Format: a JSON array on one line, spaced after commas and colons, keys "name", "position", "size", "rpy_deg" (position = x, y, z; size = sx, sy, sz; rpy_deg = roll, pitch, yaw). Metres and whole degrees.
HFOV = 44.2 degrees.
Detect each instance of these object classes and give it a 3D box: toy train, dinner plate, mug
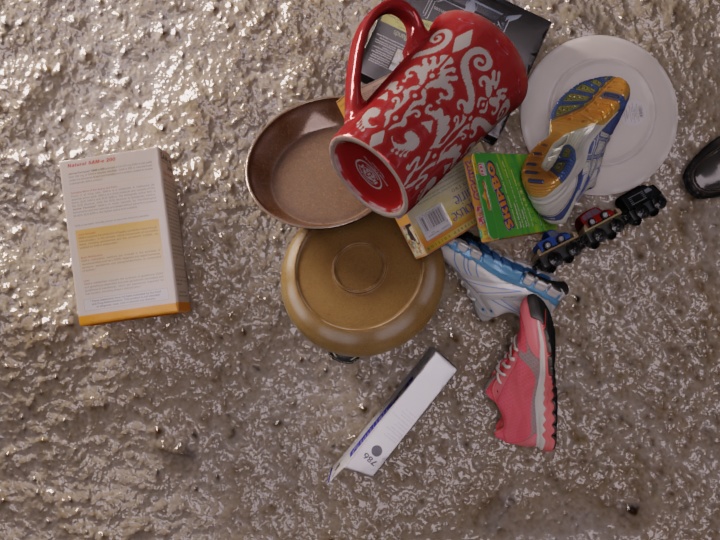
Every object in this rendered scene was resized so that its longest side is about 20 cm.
[{"name": "toy train", "position": [0.285, -0.054, 1.074], "size": [0.198, 0.034, 0.046], "rpy_deg": [-27, 76, -16]}, {"name": "dinner plate", "position": [0.299, -0.195, 1.104], "size": [0.197, 0.024, 0.203], "rpy_deg": [0, 88, 0]}, {"name": "mug", "position": [0.052, -0.173, 0.946], "size": [0.177, 0.134, 0.200], "rpy_deg": [36, 67, 16]}]

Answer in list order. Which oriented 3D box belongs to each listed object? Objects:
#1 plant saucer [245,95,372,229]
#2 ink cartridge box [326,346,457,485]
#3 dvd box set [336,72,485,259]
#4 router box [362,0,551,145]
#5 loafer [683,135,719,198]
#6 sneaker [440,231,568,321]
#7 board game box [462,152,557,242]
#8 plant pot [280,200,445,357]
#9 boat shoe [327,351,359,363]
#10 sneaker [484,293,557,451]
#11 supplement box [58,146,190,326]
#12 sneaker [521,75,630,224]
[{"name": "plant saucer", "position": [-0.039, -0.124, 1.069], "size": [0.197, 0.037, 0.203], "rpy_deg": [-5, 58, 7]}, {"name": "ink cartridge box", "position": [0.038, 0.181, 1.059], "size": [0.039, 0.099, 0.201], "rpy_deg": [40, 90, 1]}, {"name": "dvd box set", "position": [0.076, -0.134, 1.025], "size": [0.145, 0.029, 0.202], "rpy_deg": [-31, 95, -29]}, {"name": "router box", "position": [0.113, -0.271, 1.096], "size": [0.198, 0.052, 0.159], "rpy_deg": [26, 89, 2]}, {"name": "loafer", "position": [0.488, -0.149, 1.073], "size": [0.198, 0.072, 0.073], "rpy_deg": [-29, 89, 1]}, {"name": "sneaker", "position": [0.146, 0.012, 1.080], "size": [0.198, 0.075, 0.087], "rpy_deg": [29, 109, 10]}, {"name": "board game box", "position": [0.174, -0.086, 1.025], "size": [0.030, 0.199, 0.097], "rpy_deg": [-14, 88, 31]}, {"name": "plant pot", "position": [0.000, 0.000, 1.037], "size": [0.197, 0.028, 0.203], "rpy_deg": [-4, 67, 8]}, {"name": "boat shoe", "position": [-0.007, 0.012, 1.083], "size": [0.071, 0.068, 0.203], "rpy_deg": [7, 86, 5]}, {"name": "sneaker", "position": [0.188, 0.126, 1.050], "size": [0.085, 0.074, 0.203], "rpy_deg": [-1, 111, 14]}, {"name": "supplement box", "position": [-0.287, -0.040, 1.087], "size": [0.124, 0.074, 0.203], "rpy_deg": [-7, 88, 1]}, {"name": "sneaker", "position": [0.260, -0.145, 1.064], "size": [0.075, 0.088, 0.201], "rpy_deg": [23, 66, 41]}]
